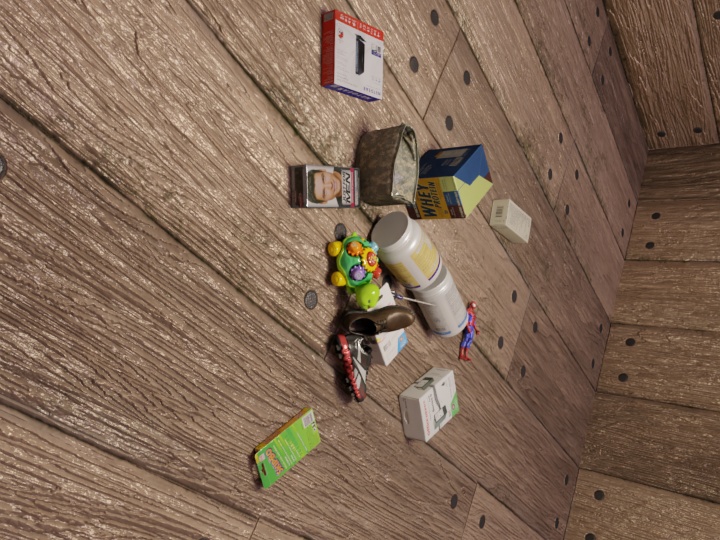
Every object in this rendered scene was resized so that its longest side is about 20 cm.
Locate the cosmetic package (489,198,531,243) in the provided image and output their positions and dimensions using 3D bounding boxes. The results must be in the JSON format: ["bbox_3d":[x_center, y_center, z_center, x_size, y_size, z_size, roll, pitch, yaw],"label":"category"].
[{"bbox_3d":[0.568,-0.185,2.280,0.198,0.072,0.107,27,71,-47],"label":"cosmetic package"}]

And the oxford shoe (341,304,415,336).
[{"bbox_3d":[0.053,0.140,1.568,0.194,0.085,0.075,-6,110,-10],"label":"oxford shoe"}]

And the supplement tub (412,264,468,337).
[{"bbox_3d":[0.245,0.094,1.864,0.133,0.129,0.203,-53,129,-34],"label":"supplement tub"}]

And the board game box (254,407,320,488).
[{"bbox_3d":[-0.177,0.425,1.455,0.199,0.029,0.098,-33,116,-47],"label":"board game box"}]

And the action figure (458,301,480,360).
[{"bbox_3d":[0.380,0.208,2.098,0.064,0.051,0.206,15,78,-45],"label":"action figure"}]

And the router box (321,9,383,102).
[{"bbox_3d":[-0.018,-0.555,1.580,0.197,0.048,0.186,-2,93,-50],"label":"router box"}]

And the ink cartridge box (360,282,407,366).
[{"bbox_3d":[0.051,0.146,1.682,0.115,0.067,0.204,-41,122,-39],"label":"ink cartridge box"}]

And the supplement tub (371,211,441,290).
[{"bbox_3d":[0.130,-0.055,1.709,0.200,0.143,0.148,48,58,-40],"label":"supplement tub"}]

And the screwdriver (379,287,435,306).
[{"bbox_3d":[0.134,0.086,1.752,0.196,0.028,0.030,20,86,-22],"label":"screwdriver"}]

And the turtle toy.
[{"bbox_3d":[0.000,0.000,1.574,0.144,0.099,0.207,-4,86,-49],"label":"turtle toy"}]

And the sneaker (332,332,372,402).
[{"bbox_3d":[-0.005,0.252,1.599,0.096,0.071,0.206,-19,108,-13],"label":"sneaker"}]

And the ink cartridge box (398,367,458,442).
[{"bbox_3d":[0.215,0.415,1.879,0.198,0.082,0.150,-28,112,-45],"label":"ink cartridge box"}]

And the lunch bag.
[{"bbox_3d":[0.072,-0.282,1.613,0.116,0.161,0.207,11,84,-43],"label":"lunch bag"}]

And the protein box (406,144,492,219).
[{"bbox_3d":[0.256,-0.263,1.805,0.199,0.196,0.137,-46,125,-37],"label":"protein box"}]

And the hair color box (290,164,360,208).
[{"bbox_3d":[-0.084,-0.207,1.510,0.197,0.059,0.102,-7,97,-49],"label":"hair color box"}]
